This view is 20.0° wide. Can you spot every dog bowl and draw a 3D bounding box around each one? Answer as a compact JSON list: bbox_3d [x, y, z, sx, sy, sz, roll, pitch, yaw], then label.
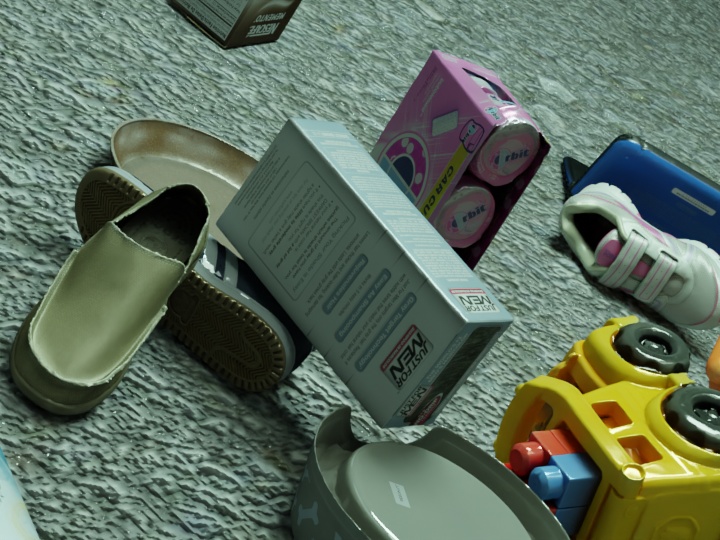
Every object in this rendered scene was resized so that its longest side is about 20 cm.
[{"bbox_3d":[0.044,0.172,1.298,0.199,0.059,0.200,27,23,-12],"label":"dog bowl"}]

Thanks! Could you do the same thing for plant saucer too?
[{"bbox_3d":[-0.109,-0.046,1.569,0.200,0.032,0.200,27,24,-13],"label":"plant saucer"}]

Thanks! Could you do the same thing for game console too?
[{"bbox_3d":[0.318,-0.078,2.088,0.199,0.171,0.119,29,50,-9],"label":"game console"}]

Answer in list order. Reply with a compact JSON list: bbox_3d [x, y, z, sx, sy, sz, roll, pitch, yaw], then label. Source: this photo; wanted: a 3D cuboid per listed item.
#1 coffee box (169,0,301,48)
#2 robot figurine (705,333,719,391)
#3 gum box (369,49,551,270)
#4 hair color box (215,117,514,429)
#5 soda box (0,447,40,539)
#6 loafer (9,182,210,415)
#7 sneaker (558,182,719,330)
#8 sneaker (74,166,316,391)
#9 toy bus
[{"bbox_3d":[-0.081,-0.316,1.923,0.080,0.200,0.114,40,24,14],"label":"coffee box"},{"bbox_3d":[0.355,0.120,1.734,0.116,0.144,0.200,-6,23,8],"label":"robot figurine"},{"bbox_3d":[0.059,-0.065,1.604,0.066,0.200,0.114,15,27,-36],"label":"gum box"},{"bbox_3d":[0.000,0.000,1.366,0.061,0.099,0.200,1,43,-53],"label":"hair color box"},{"bbox_3d":[-0.194,0.158,0.999,0.063,0.069,0.200,13,31,-40],"label":"soda box"},{"bbox_3d":[-0.156,0.008,1.289,0.076,0.068,0.200,29,46,0],"label":"loafer"},{"bbox_3d":[0.261,-0.008,1.924,0.200,0.082,0.088,35,23,26],"label":"sneaker"},{"bbox_3d":[-0.107,-0.002,1.432,0.200,0.070,0.108,44,28,11],"label":"sneaker"},{"bbox_3d":[0.164,0.133,1.470,0.191,0.136,0.200,-1,35,-28],"label":"toy bus"}]
